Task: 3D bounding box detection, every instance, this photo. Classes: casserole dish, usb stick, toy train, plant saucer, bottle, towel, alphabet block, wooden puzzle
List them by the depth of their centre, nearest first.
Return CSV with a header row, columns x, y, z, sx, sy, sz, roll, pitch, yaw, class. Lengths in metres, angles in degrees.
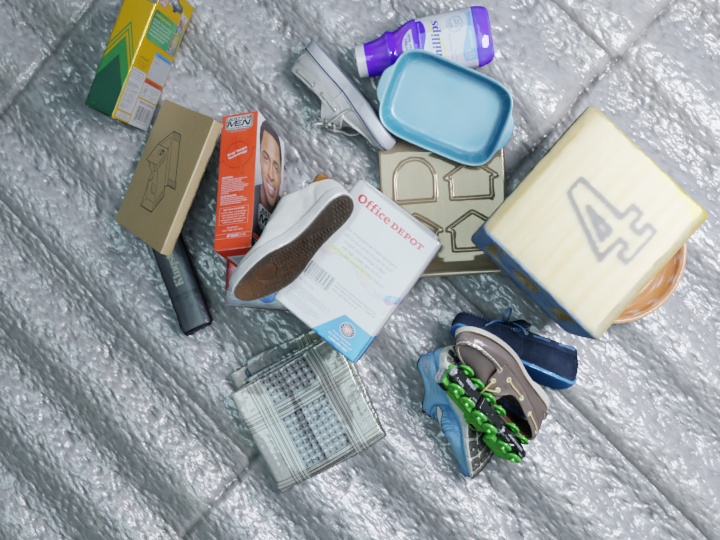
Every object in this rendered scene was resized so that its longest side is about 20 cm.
x,y,z,sx,sy,sz,roll,pitch,yaw,class
0.281,-0.054,1.035,0.196,0.195,0.200,43,91,3,alphabet block
0.164,0.194,1.095,0.201,0.056,0.042,50,60,-30,toy train
0.118,-0.226,1.122,0.196,0.039,0.123,23,106,2,casserole dish
0.357,-0.028,1.146,0.195,0.037,0.206,0,92,8,plant saucer
0.090,-0.319,1.158,0.195,0.065,0.086,-9,93,7,bottle
0.121,-0.093,1.173,0.180,0.046,0.205,-3,86,7,wooden puzzle
-0.083,0.201,1.207,0.190,0.035,0.203,-27,87,7,towel
-0.279,-0.002,1.228,0.054,0.033,0.204,-21,88,15,usb stick

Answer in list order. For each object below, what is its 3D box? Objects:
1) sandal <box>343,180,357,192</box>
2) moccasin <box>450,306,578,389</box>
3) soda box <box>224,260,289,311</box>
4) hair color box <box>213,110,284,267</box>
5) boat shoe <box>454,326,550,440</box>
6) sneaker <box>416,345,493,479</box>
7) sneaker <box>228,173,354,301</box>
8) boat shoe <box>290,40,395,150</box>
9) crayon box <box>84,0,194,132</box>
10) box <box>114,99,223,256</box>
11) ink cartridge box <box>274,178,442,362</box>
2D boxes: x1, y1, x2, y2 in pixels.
x,y,z,sx,sy,sz,roll,pitch,yaw,class
-0.067,-0.060,1.190,0.199,0.083,0.050,-26,131,8,sandal
0.219,0.103,1.153,0.197,0.080,0.069,27,66,-12,moccasin
-0.098,0.024,1.191,0.195,0.063,0.072,3,91,8,soda box
-0.155,-0.109,1.143,0.060,0.102,0.205,-6,71,16,hair color box
0.192,0.156,1.113,0.071,0.060,0.200,-13,129,44,boat shoe
0.136,0.203,1.170,0.089,0.078,0.204,-6,105,45,sneaker
-0.100,-0.045,1.064,0.199,0.073,0.085,-41,48,-3,sneaker
-0.036,-0.234,1.171,0.086,0.074,0.203,-42,78,14,boat shoe
-0.320,-0.316,1.181,0.051,0.126,0.204,23,93,6,crayon box
-0.285,-0.141,1.184,0.162,0.021,0.204,27,95,45,box
0.000,0.000,1.105,0.144,0.085,0.202,37,93,7,ink cartridge box
